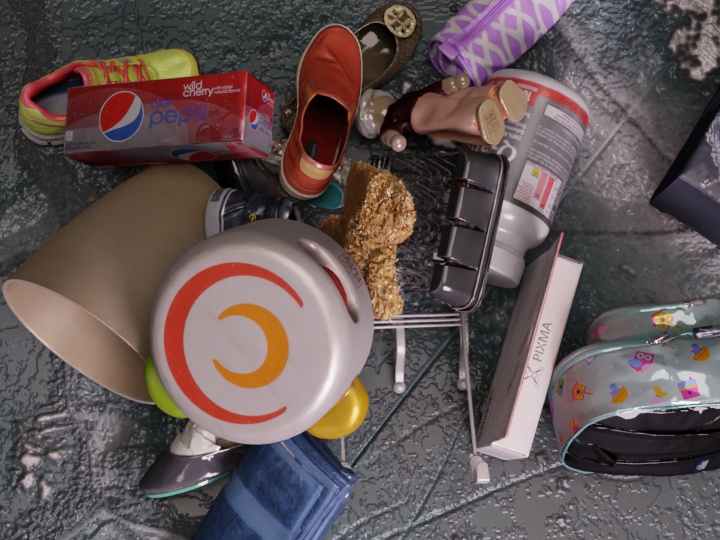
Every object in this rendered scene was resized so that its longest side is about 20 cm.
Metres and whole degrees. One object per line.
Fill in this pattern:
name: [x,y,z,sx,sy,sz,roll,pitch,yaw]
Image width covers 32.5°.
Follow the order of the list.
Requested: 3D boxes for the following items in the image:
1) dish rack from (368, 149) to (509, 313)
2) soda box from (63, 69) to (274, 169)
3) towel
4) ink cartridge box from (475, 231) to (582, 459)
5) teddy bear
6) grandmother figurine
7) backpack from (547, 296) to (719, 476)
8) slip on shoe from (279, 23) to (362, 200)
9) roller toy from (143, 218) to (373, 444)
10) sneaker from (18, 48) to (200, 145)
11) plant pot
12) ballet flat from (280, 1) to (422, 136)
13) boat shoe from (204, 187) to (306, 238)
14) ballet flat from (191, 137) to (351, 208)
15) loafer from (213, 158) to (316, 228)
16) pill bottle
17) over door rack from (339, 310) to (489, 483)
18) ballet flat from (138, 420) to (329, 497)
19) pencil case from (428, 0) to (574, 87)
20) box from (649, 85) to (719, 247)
dish rack: [0.055,-0.045,1.226,0.054,0.199,0.155,17,83,-32]
soda box: [-0.183,-0.142,1.182,0.197,0.063,0.071,-1,79,21]
towel: [-0.092,0.238,1.170,0.112,0.048,0.201,42,110,26]
ink cartridge box: [0.169,0.079,1.201,0.044,0.176,0.202,18,79,-1]
teddy bear: [0.000,0.000,1.187,0.066,0.145,0.203,13,90,-26]
grandmother figurine: [0.065,-0.156,1.249,0.121,0.199,0.061,-34,117,-34]
backpack: [0.280,0.119,1.202,0.197,0.176,0.155,-11,64,-7]
slip on shoe: [-0.032,-0.166,1.241,0.073,0.061,0.202,23,60,-18]
roller toy: [-0.081,0.050,1.097,0.197,0.140,0.185,13,101,11]
sneaker: [-0.260,-0.185,1.277,0.198,0.090,0.079,-21,79,-8]
plant pot: [-0.214,-0.005,1.213,0.186,0.188,0.201,32,64,4]
ballet flat: [-0.008,-0.215,1.317,0.200,0.046,0.067,-42,84,-10]
boat shoe: [-0.094,0.019,1.203,0.090,0.071,0.203,6,119,20]
ballet flat: [-0.099,-0.116,1.292,0.198,0.076,0.064,18,47,-3]
loafer: [-0.087,-0.068,1.251,0.072,0.073,0.202,-32,113,-15]
pill bottle: [0.151,-0.092,1.264,0.115,0.116,0.202,21,81,2]
over door rack: [0.042,0.128,1.233,0.146,0.067,0.202,-2,58,-4]
ballet flat: [-0.127,0.165,1.222,0.197,0.073,0.074,-14,80,-10]
pencil case: [0.161,-0.277,1.319,0.084,0.086,0.200,42,81,8]
box: [0.443,-0.109,1.284,0.196,0.117,0.201,33,80,4]
